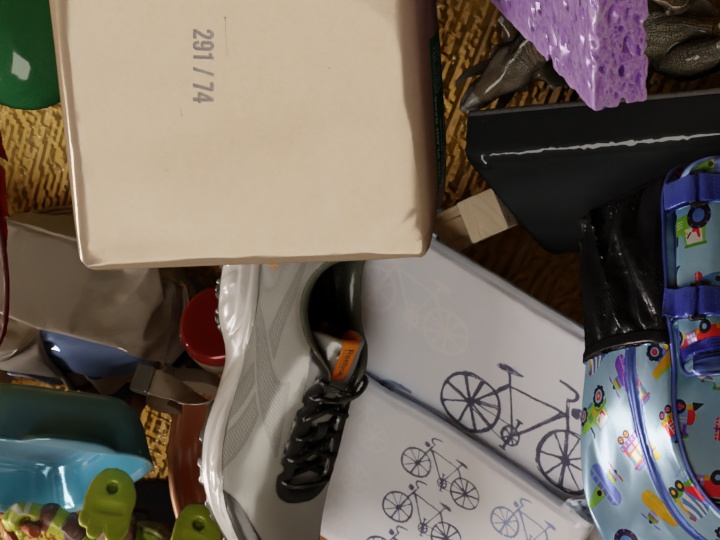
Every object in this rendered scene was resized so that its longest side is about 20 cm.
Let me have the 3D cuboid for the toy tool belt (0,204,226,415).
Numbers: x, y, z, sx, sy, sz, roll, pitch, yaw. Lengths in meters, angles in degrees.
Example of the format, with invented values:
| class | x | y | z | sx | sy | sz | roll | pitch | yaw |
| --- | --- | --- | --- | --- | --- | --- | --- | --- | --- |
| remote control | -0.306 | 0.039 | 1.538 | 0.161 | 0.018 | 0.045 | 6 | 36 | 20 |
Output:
| class | x | y | z | sx | sy | sz | roll | pitch | yaw |
| --- | --- | --- | --- | --- | --- | --- | --- | --- | --- |
| toy tool belt | -0.134 | 0.031 | 1.452 | 0.199 | 0.126 | 0.123 | 12 | 164 | 19 |

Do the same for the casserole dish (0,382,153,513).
| class | x | y | z | sx | sy | sz | roll | pitch | yaw |
| --- | --- | --- | --- | --- | --- | --- | --- | --- | --- |
| casserole dish | -0.191 | 0.101 | 1.420 | 0.120 | 0.039 | 0.200 | 9 | 160 | -22 |

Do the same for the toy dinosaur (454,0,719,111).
| class | x | y | z | sx | sy | sz | roll | pitch | yaw |
| --- | --- | --- | --- | --- | --- | --- | --- | --- | --- |
| toy dinosaur | 0.144 | -0.121 | 1.254 | 0.198 | 0.102 | 0.078 | -4 | 93 | 3 |

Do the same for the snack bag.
| class | x | y | z | sx | sy | sz | roll | pitch | yaw |
| --- | --- | --- | --- | --- | --- | --- | --- | --- | --- |
| snack bag | 0.051 | 0.088 | 1.353 | 0.188 | 0.021 | 0.201 | 31 | 118 | 19 |

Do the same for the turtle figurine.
| class | x | y | z | sx | sy | sz | roll | pitch | yaw |
| --- | --- | --- | --- | --- | --- | --- | --- | --- | --- |
| turtle figurine | -0.117 | 0.172 | 1.438 | 0.200 | 0.064 | 0.161 | 36 | 155 | 5 |

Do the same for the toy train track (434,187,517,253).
| class | x | y | z | sx | sy | sz | roll | pitch | yaw |
| --- | --- | --- | --- | --- | --- | --- | --- | --- | --- |
| toy train track | 0.000 | 0.000 | 1.383 | 0.199 | 0.032 | 0.115 | -24 | 86 | 38 |

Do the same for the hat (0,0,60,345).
| class | x | y | z | sx | sy | sz | roll | pitch | yaw |
| --- | --- | --- | --- | --- | --- | --- | --- | --- | --- |
| hat | -0.193 | -0.110 | 1.311 | 0.200 | 0.176 | 0.165 | 41 | 128 | -14 |

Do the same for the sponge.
| class | x | y | z | sx | sy | sz | roll | pitch | yaw |
| --- | --- | --- | --- | --- | --- | --- | --- | --- | --- |
| sponge | 0.079 | -0.169 | 1.176 | 0.030 | 0.200 | 0.112 | -15 | 126 | -16 |

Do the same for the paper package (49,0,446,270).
| class | x | y | z | sx | sy | sz | roll | pitch | yaw |
| --- | --- | --- | --- | --- | --- | --- | --- | --- | --- |
| paper package | -0.055 | -0.110 | 1.262 | 0.189 | 0.104 | 0.201 | -2 | 105 | 8 |

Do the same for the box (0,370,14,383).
| class | x | y | z | sx | sy | sz | roll | pitch | yaw |
| --- | --- | --- | --- | --- | --- | --- | --- | --- | --- |
| box | -0.305 | 0.025 | 1.510 | 0.200 | 0.095 | 0.078 | 38 | 128 | -13 |

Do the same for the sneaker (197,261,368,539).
| class | x | y | z | sx | sy | sz | roll | pitch | yaw |
| --- | --- | --- | --- | --- | --- | --- | --- | --- | --- |
| sneaker | -0.035 | 0.070 | 1.339 | 0.079 | 0.074 | 0.202 | 8 | 98 | 40 |

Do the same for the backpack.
| class | x | y | z | sx | sy | sz | roll | pitch | yaw |
| --- | --- | --- | --- | --- | --- | --- | --- | --- | --- |
| backpack | 0.199 | 0.060 | 1.231 | 0.181 | 0.201 | 0.134 | 12 | 160 | -22 |

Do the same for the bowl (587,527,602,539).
| class | x | y | z | sx | sy | sz | roll | pitch | yaw |
| --- | --- | --- | --- | --- | --- | --- | --- | --- | --- |
| bowl | 0.202 | 0.160 | 1.400 | 0.200 | 0.091 | 0.202 | 22 | 145 | 16 |

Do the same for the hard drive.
| class | x | y | z | sx | sy | sz | roll | pitch | yaw |
| --- | --- | --- | --- | --- | --- | --- | --- | --- | --- |
| hard drive | 0.168 | -0.051 | 1.281 | 0.199 | 0.033 | 0.140 | -4 | 158 | 22 |

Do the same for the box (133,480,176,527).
| class | x | y | z | sx | sy | sz | roll | pitch | yaw |
| --- | --- | --- | --- | --- | --- | --- | --- | --- | --- |
| box | -0.082 | 0.233 | 1.601 | 0.140 | 0.079 | 0.201 | -3 | 125 | 18 |

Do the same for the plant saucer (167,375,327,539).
| class | x | y | z | sx | sy | sz | roll | pitch | yaw |
| --- | --- | --- | --- | --- | --- | --- | --- | --- | --- |
| plant saucer | -0.022 | 0.111 | 1.454 | 0.199 | 0.037 | 0.202 | -1 | 88 | 31 |
